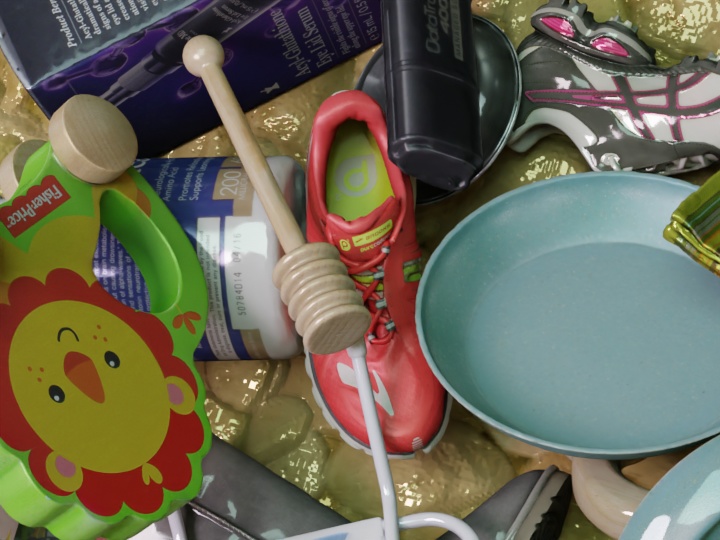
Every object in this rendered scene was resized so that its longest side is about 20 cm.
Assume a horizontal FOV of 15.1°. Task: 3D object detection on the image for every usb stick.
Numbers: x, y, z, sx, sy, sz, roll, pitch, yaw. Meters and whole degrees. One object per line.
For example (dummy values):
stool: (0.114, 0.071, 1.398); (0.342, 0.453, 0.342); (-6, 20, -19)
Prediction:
usb stick: (0.036, -0.128, 1.457); (0.055, 0.033, 0.200); (16, 49, -23)

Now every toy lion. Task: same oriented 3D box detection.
toy lion: (-0.138, 0.032, 1.330); (0.069, 0.200, 0.192); (-36, 94, 38)

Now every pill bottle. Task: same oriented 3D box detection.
pill bottle: (-0.129, -0.005, 1.475); (0.200, 0.111, 0.111); (-1, 70, 11)

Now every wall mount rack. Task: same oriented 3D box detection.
wall mount rack: (-0.044, 0.124, 1.361); (0.200, 0.075, 0.174); (-13, 51, 10)

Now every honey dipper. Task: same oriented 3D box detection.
honey dipper: (-0.049, -0.044, 1.400); (0.038, 0.038, 0.200); (-27, 58, 1)

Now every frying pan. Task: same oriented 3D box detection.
frying pan: (0.057, -0.124, 1.498); (0.115, 0.031, 0.190); (34, 94, 41)

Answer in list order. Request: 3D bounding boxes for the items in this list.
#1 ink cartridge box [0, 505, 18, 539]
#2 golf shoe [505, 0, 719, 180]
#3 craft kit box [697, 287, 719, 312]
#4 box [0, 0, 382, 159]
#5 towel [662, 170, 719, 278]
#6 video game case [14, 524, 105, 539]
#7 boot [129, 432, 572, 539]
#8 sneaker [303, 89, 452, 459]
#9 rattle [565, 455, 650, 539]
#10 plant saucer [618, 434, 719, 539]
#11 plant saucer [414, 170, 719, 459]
ink cartridge box: (-0.246, 0.086, 1.397); (0.125, 0.129, 0.200); (23, 104, 18)
golf shoe: (0.171, -0.077, 1.468); (0.200, 0.077, 0.088); (22, 84, 27)
craft kit box: (0.313, 0.035, 1.410); (0.197, 0.049, 0.200); (-37, 68, -6)
box: (-0.098, -0.156, 1.505); (0.200, 0.148, 0.104); (-28, 68, 2)
towel: (0.254, 0.012, 1.367); (0.200, 0.018, 0.086); (35, 47, 15)
video game case: (-0.204, 0.177, 1.475); (0.200, 0.017, 0.143); (1, 71, 12)
boot: (-0.012, 0.136, 1.422); (0.200, 0.073, 0.182); (31, 78, 21)
sneaker: (0.000, 0.000, 1.414); (0.077, 0.085, 0.200); (-11, 72, 1)
rattle: (0.157, 0.116, 1.421); (0.130, 0.143, 0.200); (-40, 40, -17)
plant saucer: (0.214, 0.165, 1.319); (0.200, 0.200, 0.027); (-32, 24, -1)
plant saucer: (0.128, 0.029, 1.385); (0.200, 0.036, 0.200); (-2, 44, 2)
